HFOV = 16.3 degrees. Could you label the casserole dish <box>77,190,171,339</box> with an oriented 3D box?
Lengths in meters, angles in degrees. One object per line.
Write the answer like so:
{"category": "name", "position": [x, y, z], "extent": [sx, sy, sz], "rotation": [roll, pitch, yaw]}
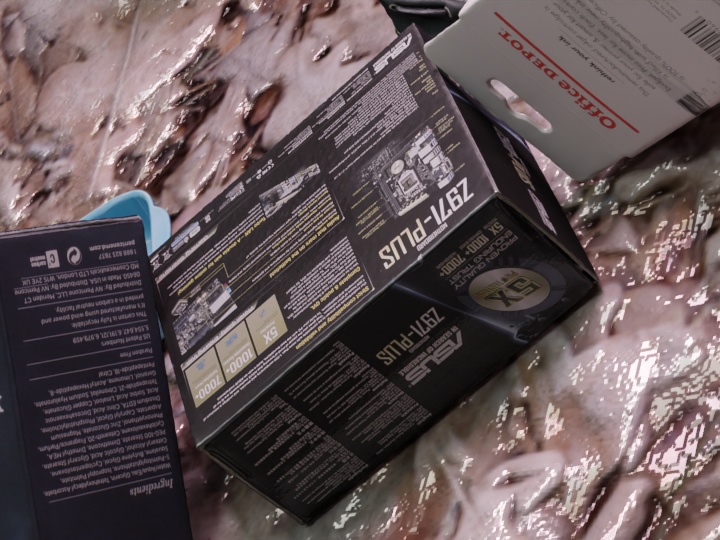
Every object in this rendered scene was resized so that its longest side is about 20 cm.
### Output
{"category": "casserole dish", "position": [-0.177, 0.035, 1.489], "extent": [0.200, 0.039, 0.121], "rotation": [-32, 38, 22]}

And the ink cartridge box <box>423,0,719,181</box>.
{"category": "ink cartridge box", "position": [0.131, -0.130, 1.204], "extent": [0.200, 0.116, 0.068], "rotation": [-34, 21, 55]}

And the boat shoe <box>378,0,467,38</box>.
{"category": "boat shoe", "position": [0.088, -0.169, 1.365], "extent": [0.199, 0.066, 0.075], "rotation": [-10, 50, 43]}

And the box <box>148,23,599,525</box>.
{"category": "box", "position": [0.000, 0.000, 1.284], "extent": [0.200, 0.086, 0.164], "rotation": [-41, 36, 13]}

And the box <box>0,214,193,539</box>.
{"category": "box", "position": [-0.183, 0.082, 1.307], "extent": [0.148, 0.107, 0.200], "rotation": [-9, 91, 42]}
